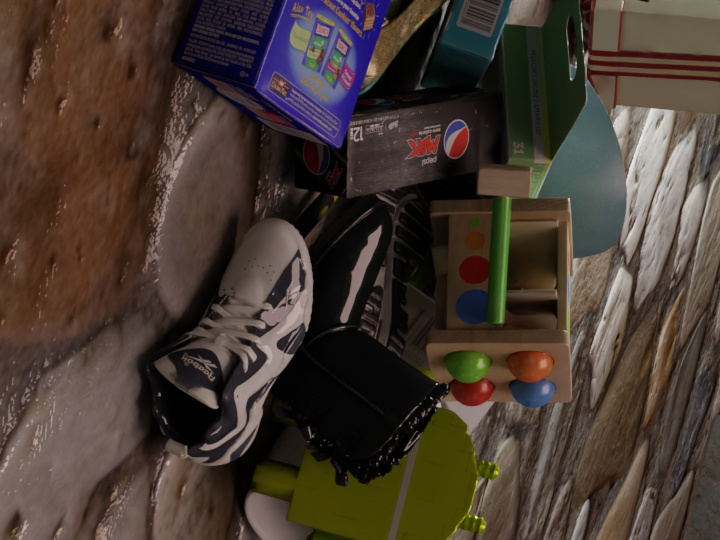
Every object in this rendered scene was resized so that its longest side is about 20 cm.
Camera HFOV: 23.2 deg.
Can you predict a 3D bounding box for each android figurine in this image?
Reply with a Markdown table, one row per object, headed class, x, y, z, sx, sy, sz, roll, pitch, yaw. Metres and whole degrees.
| class | x | y | z | sx | sy | sz | roll | pitch | yaw |
| --- | --- | --- | --- | --- | --- | --- | --- | --- | --- |
| android figurine | 0.014 | 0.164 | 1.450 | 0.041 | 0.198 | 0.184 | 80 | 23 | -81 |

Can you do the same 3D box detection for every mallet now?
| class | x | y | z | sx | sy | sz | roll | pitch | yaw |
| --- | --- | --- | --- | --- | --- | --- | --- | --- | --- |
| mallet | -0.022 | -0.061 | 1.501 | 0.201 | 0.041 | 0.066 | -56 | 148 | -27 |

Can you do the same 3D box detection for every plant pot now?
| class | x | y | z | sx | sy | sz | roll | pitch | yaw |
| --- | --- | --- | --- | --- | --- | --- | --- | --- | --- |
| plant pot | 0.154 | -0.095 | 1.732 | 0.134 | 0.200 | 0.201 | -17 | 132 | -20 |

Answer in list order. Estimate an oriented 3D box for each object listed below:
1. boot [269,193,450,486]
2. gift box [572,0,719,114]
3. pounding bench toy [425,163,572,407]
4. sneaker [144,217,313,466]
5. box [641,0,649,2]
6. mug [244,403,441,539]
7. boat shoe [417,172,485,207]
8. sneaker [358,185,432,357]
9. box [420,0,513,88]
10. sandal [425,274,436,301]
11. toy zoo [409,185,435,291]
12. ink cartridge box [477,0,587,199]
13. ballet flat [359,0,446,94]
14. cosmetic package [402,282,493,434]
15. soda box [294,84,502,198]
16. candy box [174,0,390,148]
| class | x | y | z | sx | sy | sz | roll | pitch | yaw |
| --- | --- | --- | --- | --- | --- | --- | --- | --- | --- |
| boot | 0.003 | 0.060 | 1.415 | 0.199 | 0.162 | 0.073 | -49 | 163 | -4 |
| gift box | 0.330 | -0.286 | 1.966 | 0.185 | 0.185 | 0.201 | 84 | 17 | -49 |
| pounding bench toy | 0.120 | 0.019 | 1.514 | 0.200 | 0.123 | 0.157 | 75 | 17 | -62 |
| sneaker | -0.103 | 0.056 | 1.329 | 0.201 | 0.079 | 0.130 | -64 | 168 | 7 |
| box | 0.166 | -0.325 | 1.547 | 0.200 | 0.181 | 0.105 | 11 | 97 | -69 |
| mug | -0.007 | 0.184 | 1.597 | 0.176 | 0.147 | 0.201 | -60 | 175 | -34 |
| boat shoe | 0.102 | -0.050 | 1.635 | 0.201 | 0.069 | 0.067 | 61 | 34 | -31 |
| sneaker | 0.000 | 0.000 | 1.553 | 0.078 | 0.090 | 0.202 | 35 | 57 | -34 |
| box | 0.095 | -0.210 | 1.549 | 0.200 | 0.049 | 0.083 | 119 | -9 | -85 |
| sandal | 0.091 | 0.034 | 1.810 | 0.083 | 0.049 | 0.203 | 63 | 9 | 4 |
| toy zoo | 0.045 | -0.049 | 1.688 | 0.131 | 0.020 | 0.201 | -51 | 150 | -43 |
| ink cartridge box | 0.148 | -0.157 | 1.541 | 0.200 | 0.047 | 0.147 | 107 | -16 | -62 |
| ballet flat | 0.024 | -0.223 | 1.450 | 0.200 | 0.070 | 0.071 | -54 | 152 | -38 |
| cosmetic package | 0.074 | 0.092 | 1.714 | 0.071 | 0.101 | 0.200 | -52 | 162 | -9 |
| soda box | 0.035 | -0.111 | 1.472 | 0.199 | 0.063 | 0.072 | -14 | 111 | -45 |
| candy box | -0.040 | -0.211 | 1.279 | 0.202 | 0.076 | 0.169 | -69 | 157 | -4 |
